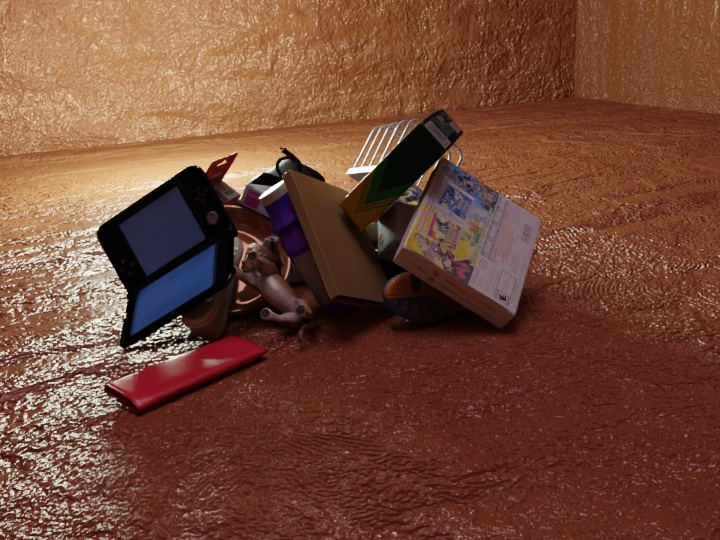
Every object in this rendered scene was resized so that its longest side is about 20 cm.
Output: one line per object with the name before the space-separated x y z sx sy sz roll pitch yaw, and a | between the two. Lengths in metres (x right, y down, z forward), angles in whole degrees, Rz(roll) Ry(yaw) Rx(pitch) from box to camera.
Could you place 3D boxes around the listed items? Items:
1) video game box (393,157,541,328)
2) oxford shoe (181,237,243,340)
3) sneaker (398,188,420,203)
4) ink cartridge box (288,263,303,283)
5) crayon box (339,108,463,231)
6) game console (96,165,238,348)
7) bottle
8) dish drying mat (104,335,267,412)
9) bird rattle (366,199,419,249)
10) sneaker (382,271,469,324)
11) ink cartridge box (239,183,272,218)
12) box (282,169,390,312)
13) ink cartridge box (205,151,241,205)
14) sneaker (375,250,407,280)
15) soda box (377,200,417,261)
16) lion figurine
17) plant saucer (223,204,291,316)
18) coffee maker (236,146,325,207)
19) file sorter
video game box | 0.156 -0.043 1.160 0.180 0.047 0.202 33 49 -7
oxford shoe | -0.211 0.024 1.181 0.073 0.058 0.202 -9 39 13
sneaker | 0.091 -0.096 1.450 0.198 0.078 0.076 30 23 -15
ink cartridge box | -0.171 -0.018 1.373 0.196 0.069 0.116 -10 18 -21
crayon box | 0.066 -0.156 1.237 0.172 0.058 0.200 -44 2 22
game console | -0.279 -0.023 1.140 0.198 0.178 0.116 -29 3 14
bottle | -0.075 -0.033 1.188 0.065 0.202 0.084 -31 15 7
dish drying mat | -0.213 0.125 1.014 0.076 0.019 0.198 13 23 40
bird rattle | 0.028 -0.077 1.345 0.196 0.115 0.163 13 4 -17
sneaker | 0.109 0.032 1.185 0.196 0.077 0.088 -2 7 -29
ink cartridge box | -0.125 -0.105 1.385 0.117 0.043 0.200 26 9 3
box | -0.028 -0.041 1.168 0.021 0.203 0.162 -32 -23 25
ink cartridge box | -0.272 -0.113 1.487 0.050 0.202 0.109 35 25 4
sneaker | 0.000 0.000 1.286 0.195 0.072 0.078 3 11 16
soda box | 0.125 -0.042 1.257 0.196 0.070 0.064 14 -30 -25
lion figurine | -0.114 0.032 1.163 0.072 0.201 0.122 -39 -23 9
plant saucer | -0.206 -0.012 1.261 0.195 0.038 0.204 7 54 -9
coffee maker | -0.138 -0.147 1.590 0.192 0.135 0.200 -45 4 21
file sorter | 0.087 -0.204 1.564 0.137 0.126 0.199 30 -5 -20
